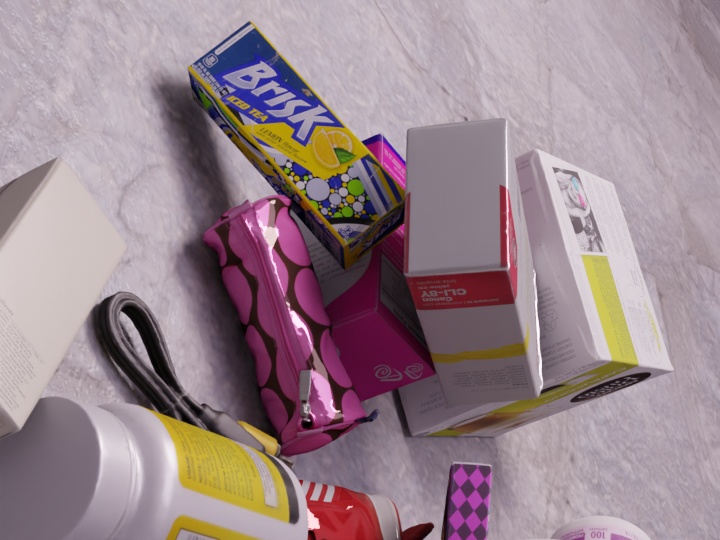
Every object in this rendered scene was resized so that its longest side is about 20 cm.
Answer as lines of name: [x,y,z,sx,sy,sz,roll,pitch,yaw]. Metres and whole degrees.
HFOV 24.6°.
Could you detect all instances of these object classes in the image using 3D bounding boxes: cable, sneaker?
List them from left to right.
cable: [-0.129,0.109,1.171,0.200,0.050,0.097,45,49,-16]
sneaker: [-0.019,0.231,1.195,0.115,0.079,0.200,19,25,-26]

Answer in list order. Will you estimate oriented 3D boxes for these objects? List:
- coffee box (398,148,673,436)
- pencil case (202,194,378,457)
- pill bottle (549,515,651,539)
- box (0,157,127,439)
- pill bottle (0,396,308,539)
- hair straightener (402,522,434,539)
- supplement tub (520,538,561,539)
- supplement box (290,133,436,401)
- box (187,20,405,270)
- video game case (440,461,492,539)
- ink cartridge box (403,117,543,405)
coffee box: [0.146,0.030,1.542,0.198,0.199,0.201,12,58,-60]
pencil case: [-0.060,0.040,1.275,0.201,0.091,0.094,69,13,10]
pill bottle: [0.221,0.336,1.539,0.112,0.112,0.200,53,29,-27]
box: [-0.220,0.020,1.016,0.082,0.068,0.200,56,28,-21]
pill bottle: [-0.131,0.147,1.029,0.200,0.114,0.115,30,44,-51]
hair straightener: [0.023,0.267,1.302,0.077,0.041,0.200,66,25,-1]
supplement tub: [0.150,0.340,1.366,0.145,0.145,0.201,38,38,-44]
supplement box: [0.000,0.000,1.405,0.103,0.101,0.200,47,33,-38]
box: [-0.051,-0.101,1.328,0.200,0.070,0.064,49,-13,13]
video game case: [0.074,0.261,1.258,0.181,0.036,0.201,86,9,-73]
ink cartridge box: [0.091,-0.002,1.320,0.200,0.083,0.146,70,18,-54]
